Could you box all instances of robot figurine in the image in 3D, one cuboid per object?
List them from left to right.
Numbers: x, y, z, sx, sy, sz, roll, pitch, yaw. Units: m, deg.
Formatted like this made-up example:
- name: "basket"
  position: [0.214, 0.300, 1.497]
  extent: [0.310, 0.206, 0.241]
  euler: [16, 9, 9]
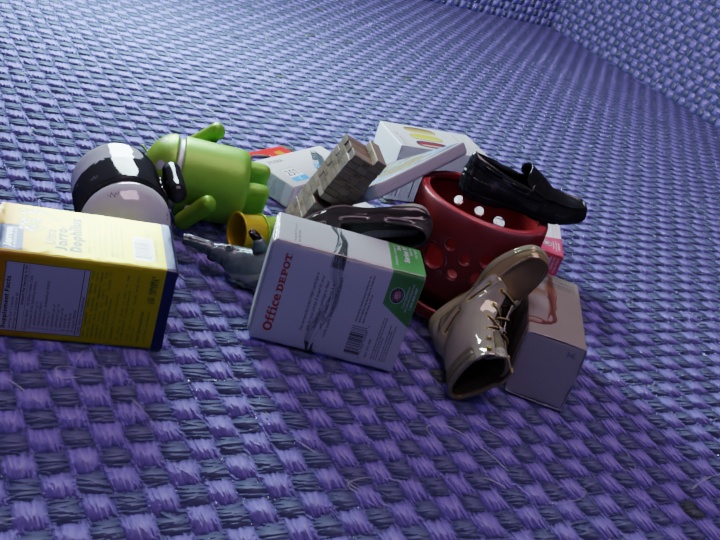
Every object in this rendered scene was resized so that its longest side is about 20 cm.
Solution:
- name: "robot figurine"
  position: [-0.320, -0.088, 1.219]
  extent: [0.124, 0.151, 0.201]
  euler: [21, 23, -34]
- name: "robot figurine"
  position: [-0.236, -0.135, 1.365]
  extent: [0.197, 0.116, 0.178]
  euler: [12, 53, -15]

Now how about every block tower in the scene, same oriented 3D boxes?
- name: "block tower"
  position: [-0.049, -0.100, 1.281]
  extent: [0.057, 0.200, 0.054]
  euler: [26, 29, -33]

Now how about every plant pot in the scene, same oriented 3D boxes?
- name: "plant pot"
  position: [0.155, -0.026, 1.353]
  extent: [0.197, 0.185, 0.201]
  euler: [15, 27, -8]

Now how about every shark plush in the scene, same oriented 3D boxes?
- name: "shark plush"
  position: [-0.141, -0.024, 1.251]
  extent: [0.197, 0.084, 0.091]
  euler: [22, 37, 8]

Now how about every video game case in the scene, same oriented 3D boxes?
- name: "video game case"
  position: [0.035, -0.138, 1.377]
  extent: [0.199, 0.022, 0.181]
  euler: [-29, 12, -36]

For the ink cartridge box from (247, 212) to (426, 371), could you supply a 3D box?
- name: "ink cartridge box"
  position: [-0.033, 0.027, 1.169]
  extent: [0.197, 0.148, 0.083]
  euler: [15, 26, -11]

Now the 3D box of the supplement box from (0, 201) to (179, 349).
- name: "supplement box"
  position: [-0.320, 0.007, 1.053]
  extent: [0.197, 0.110, 0.110]
  euler: [8, 29, -22]

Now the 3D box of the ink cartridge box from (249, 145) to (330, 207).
- name: "ink cartridge box"
  position: [-0.130, -0.187, 1.616]
  extent: [0.175, 0.045, 0.199]
  euler: [33, 29, 21]

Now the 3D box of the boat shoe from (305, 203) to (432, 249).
- name: "boat shoe"
  position: [0.001, -0.051, 1.242]
  extent: [0.196, 0.068, 0.057]
  euler: [-7, 31, 6]

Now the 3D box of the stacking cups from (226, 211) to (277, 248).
- name: "stacking cups"
  position: [-0.104, -0.060, 1.378]
  extent: [0.198, 0.061, 0.060]
  euler: [-4, 35, -39]

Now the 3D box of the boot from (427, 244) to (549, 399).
- name: "boot"
  position: [0.181, 0.069, 1.203]
  extent: [0.072, 0.199, 0.155]
  euler: [42, 19, -26]

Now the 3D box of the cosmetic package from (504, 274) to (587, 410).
- name: "cosmetic package"
  position: [0.259, 0.092, 1.296]
  extent: [0.086, 0.105, 0.201]
  euler: [19, 25, 0]

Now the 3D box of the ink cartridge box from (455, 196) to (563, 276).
- name: "ink cartridge box"
  position: [0.239, -0.051, 1.566]
  extent: [0.197, 0.085, 0.145]
  euler: [20, 26, 0]

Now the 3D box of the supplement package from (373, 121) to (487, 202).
- name: "supplement package"
  position: [0.126, -0.199, 1.737]
  extent: [0.197, 0.111, 0.114]
  euler: [4, 30, -28]

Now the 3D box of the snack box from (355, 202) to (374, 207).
- name: "snack box"
  position: [0.033, -0.076, 1.541]
  extent: [0.198, 0.025, 0.072]
  euler: [28, 27, 15]

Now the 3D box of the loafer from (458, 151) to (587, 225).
- name: "loafer"
  position: [0.238, -0.117, 1.301]
  extent: [0.197, 0.071, 0.068]
  euler: [14, 25, -13]
